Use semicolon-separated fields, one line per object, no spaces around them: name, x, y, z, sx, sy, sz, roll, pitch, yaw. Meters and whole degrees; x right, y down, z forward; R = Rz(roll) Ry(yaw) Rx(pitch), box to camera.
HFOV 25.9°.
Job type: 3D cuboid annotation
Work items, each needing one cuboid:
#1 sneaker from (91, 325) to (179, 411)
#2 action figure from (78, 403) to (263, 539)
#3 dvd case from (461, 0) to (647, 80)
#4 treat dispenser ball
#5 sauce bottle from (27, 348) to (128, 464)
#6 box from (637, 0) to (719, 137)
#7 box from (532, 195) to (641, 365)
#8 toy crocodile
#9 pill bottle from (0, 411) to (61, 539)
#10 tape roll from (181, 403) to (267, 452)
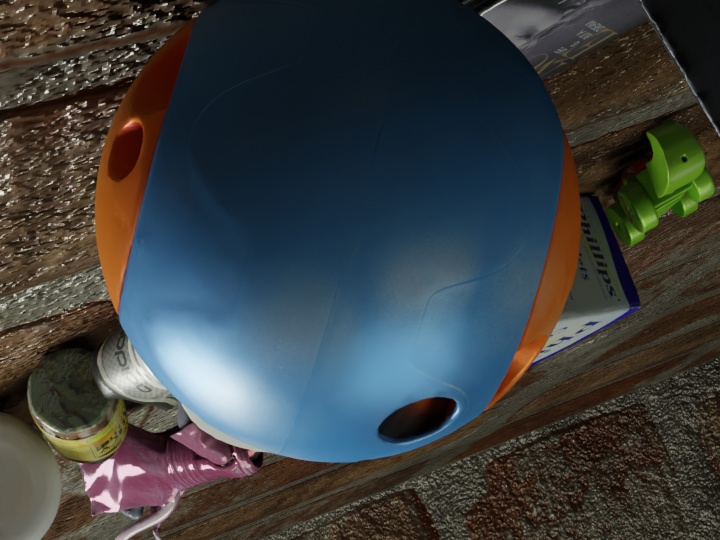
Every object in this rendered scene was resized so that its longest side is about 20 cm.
sneaker;-0.110;0.052;1.080;0.087;0.074;0.200;-20;174;32
action figure;-0.145;0.156;1.295;0.199;0.150;0.134;-14;166;25
dvd case;0.071;-0.116;0.833;0.199;0.016;0.149;-28;167;22
treat dispenser ball;-0.009;-0.022;0.648;0.200;0.202;0.201;-22;167;-5
sauce bottle;-0.203;0.106;1.148;0.064;0.065;0.200;-21;169;-9
box;0.262;-0.148;0.776;0.196;0.124;0.200;-35;164;22
box;0.097;0.028;1.269;0.184;0.105;0.200;-31;166;34
toy crocodile;0.231;-0.066;1.242;0.067;0.062;0.200;-29;172;-2
pill bottle;-0.296;0.184;1.183;0.112;0.112;0.200;-17;166;-26
tape roll;-0.019;0.025;0.949;0.201;0.071;0.203;-11;141;-9
